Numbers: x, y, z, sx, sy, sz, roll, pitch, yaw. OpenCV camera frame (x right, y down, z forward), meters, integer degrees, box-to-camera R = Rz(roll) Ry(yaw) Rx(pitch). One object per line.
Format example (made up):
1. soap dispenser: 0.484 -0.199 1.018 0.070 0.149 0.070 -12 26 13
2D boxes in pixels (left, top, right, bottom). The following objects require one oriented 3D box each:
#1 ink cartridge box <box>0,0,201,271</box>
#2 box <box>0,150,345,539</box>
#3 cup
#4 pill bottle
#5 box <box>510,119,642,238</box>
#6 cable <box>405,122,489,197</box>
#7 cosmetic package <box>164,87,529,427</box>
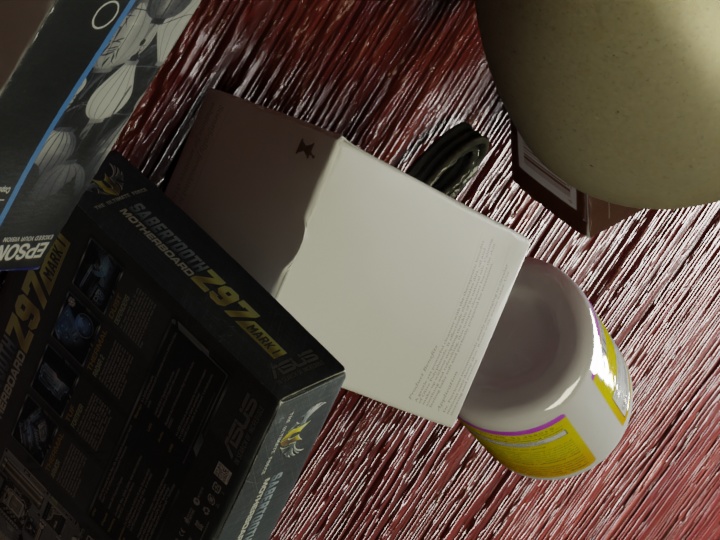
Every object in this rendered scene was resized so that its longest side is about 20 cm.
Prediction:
1. ink cartridge box: -0.141 -0.056 1.145 0.201 0.039 0.099 -56 157 20
2. box: -0.105 0.072 1.262 0.051 0.158 0.201 -22 145 -47
3. cup: 0.131 -0.149 1.311 0.200 0.200 0.143 -47 146 -1
4. pill bottle: 0.107 0.067 1.707 0.104 0.104 0.200 -46 158 -3
5. box: 0.178 -0.109 1.530 0.199 0.075 0.101 -29 136 -24
6. cable: 0.000 0.000 1.470 0.199 0.050 0.098 -31 146 -33
7. cosmetic package: -0.011 -0.003 1.341 0.200 0.085 0.108 27 87 -57
